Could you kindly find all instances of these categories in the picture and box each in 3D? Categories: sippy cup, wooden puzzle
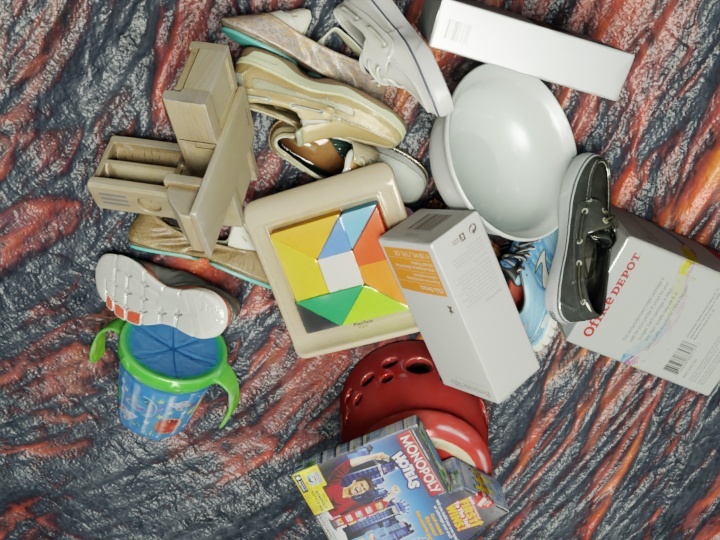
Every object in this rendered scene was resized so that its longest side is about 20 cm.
[{"bbox_3d":[-0.253,0.140,0.970,0.139,0.178,0.131,-8,135,-43],"label":"sippy cup"},{"bbox_3d":[-0.023,-0.005,0.872,0.184,0.037,0.201,-15,105,15],"label":"wooden puzzle"}]

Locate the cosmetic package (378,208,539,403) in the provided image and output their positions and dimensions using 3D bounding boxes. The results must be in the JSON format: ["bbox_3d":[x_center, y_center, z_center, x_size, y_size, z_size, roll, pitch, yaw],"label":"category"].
[{"bbox_3d":[0.108,0.036,0.826,0.071,0.101,0.201,-35,111,-24],"label":"cosmetic package"}]

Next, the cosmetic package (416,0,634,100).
[{"bbox_3d":[0.165,-0.242,0.796,0.199,0.151,0.052,14,111,-7],"label":"cosmetic package"}]

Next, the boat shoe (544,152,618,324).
[{"bbox_3d":[0.254,-0.037,0.830,0.068,0.056,0.201,24,73,-37],"label":"boat shoe"}]

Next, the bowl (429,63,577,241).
[{"bbox_3d":[0.147,-0.125,0.857,0.200,0.090,0.202,6,80,-34],"label":"bowl"}]

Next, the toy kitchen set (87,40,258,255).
[{"bbox_3d":[-0.218,-0.108,0.779,0.179,0.164,0.200,8,149,7],"label":"toy kitchen set"}]

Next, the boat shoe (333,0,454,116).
[{"bbox_3d":[0.030,-0.225,0.787,0.066,0.200,0.072,-30,154,4],"label":"boat shoe"}]

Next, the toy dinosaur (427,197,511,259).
[{"bbox_3d":[0.133,0.000,0.946,0.136,0.102,0.200,-36,94,-7],"label":"toy dinosaur"}]

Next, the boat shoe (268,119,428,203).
[{"bbox_3d":[-0.014,-0.122,0.888,0.199,0.068,0.075,17,112,-8],"label":"boat shoe"}]

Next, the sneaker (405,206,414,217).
[{"bbox_3d":[0.000,0.000,0.941,0.200,0.081,0.088,-36,116,18],"label":"sneaker"}]

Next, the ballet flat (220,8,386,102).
[{"bbox_3d":[-0.056,-0.249,0.844,0.199,0.068,0.067,26,91,-17],"label":"ballet flat"}]

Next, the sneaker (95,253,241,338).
[{"bbox_3d":[-0.239,0.032,0.950,0.199,0.082,0.077,22,105,16],"label":"sneaker"}]

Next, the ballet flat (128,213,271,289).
[{"bbox_3d":[-0.183,-0.037,0.933,0.199,0.068,0.073,17,93,-4],"label":"ballet flat"}]

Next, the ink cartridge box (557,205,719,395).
[{"bbox_3d":[0.348,0.028,0.917,0.199,0.145,0.146,22,112,-10],"label":"ink cartridge box"}]

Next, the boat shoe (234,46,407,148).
[{"bbox_3d":[-0.051,-0.167,0.823,0.199,0.072,0.076,22,76,1],"label":"boat shoe"}]

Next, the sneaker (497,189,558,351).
[{"bbox_3d":[0.200,-0.007,0.894,0.090,0.078,0.201,22,77,-38],"label":"sneaker"}]

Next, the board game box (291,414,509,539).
[{"bbox_3d":[0.054,0.254,0.859,0.199,0.062,0.201,-23,111,6],"label":"board game box"}]

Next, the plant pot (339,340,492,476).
[{"bbox_3d":[0.073,0.217,0.976,0.199,0.183,0.201,-1,111,-2],"label":"plant pot"}]
